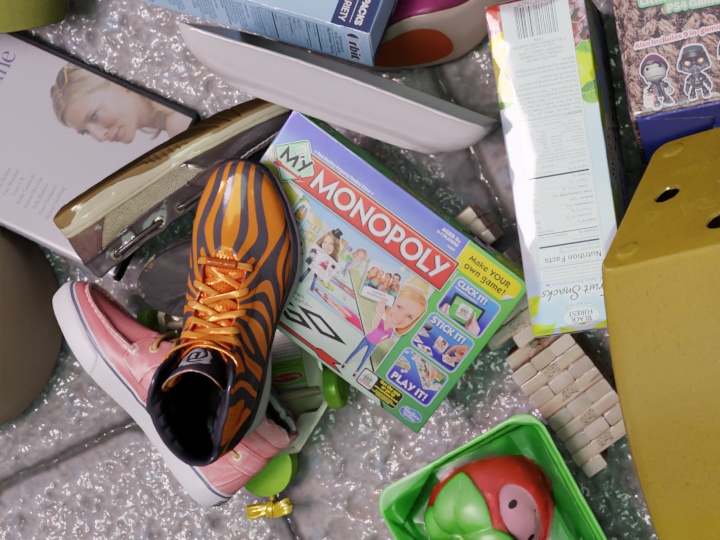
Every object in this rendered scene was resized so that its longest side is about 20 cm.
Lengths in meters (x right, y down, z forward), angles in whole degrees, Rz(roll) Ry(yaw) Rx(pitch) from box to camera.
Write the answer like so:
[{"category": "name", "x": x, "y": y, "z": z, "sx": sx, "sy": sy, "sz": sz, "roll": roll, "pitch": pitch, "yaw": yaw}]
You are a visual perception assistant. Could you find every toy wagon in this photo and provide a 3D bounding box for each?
[{"category": "toy wagon", "x": -0.086, "y": 0.090, "z": 0.921, "sx": 0.153, "sy": 0.040, "sz": 0.204, "roll": -10, "pitch": 94, "yaw": 15}]

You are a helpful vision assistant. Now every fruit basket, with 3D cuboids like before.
[{"category": "fruit basket", "x": 0.099, "y": 0.218, "z": 0.805, "sx": 0.154, "sy": 0.215, "sz": 0.218, "roll": -30, "pitch": 88, "yaw": 15}]

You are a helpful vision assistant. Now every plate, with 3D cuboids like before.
[{"category": "plate", "x": -0.007, "y": -0.116, "z": 0.788, "sx": 0.197, "sy": 0.200, "sz": 0.033, "roll": 20, "pitch": 100, "yaw": 6}]

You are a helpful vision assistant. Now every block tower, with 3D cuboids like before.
[{"category": "block tower", "x": 0.124, "y": 0.046, "z": 0.855, "sx": 0.058, "sy": 0.054, "sz": 0.201, "roll": -37, "pitch": 87, "yaw": 15}]

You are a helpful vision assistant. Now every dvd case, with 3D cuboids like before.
[{"category": "dvd case", "x": -0.240, "y": -0.096, "z": 0.924, "sx": 0.198, "sy": 0.018, "sz": 0.144, "roll": 24, "pitch": 79, "yaw": 10}]

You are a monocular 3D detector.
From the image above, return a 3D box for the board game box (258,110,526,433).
[{"category": "board game box", "x": 0.000, "y": 0.000, "z": 0.824, "sx": 0.199, "sy": 0.029, "sz": 0.135, "roll": 36, "pitch": 108, "yaw": -2}]

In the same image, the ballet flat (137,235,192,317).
[{"category": "ballet flat", "x": -0.071, "y": -0.012, "z": 0.878, "sx": 0.197, "sy": 0.057, "sz": 0.067, "roll": -17, "pitch": 109, "yaw": 12}]

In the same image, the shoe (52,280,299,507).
[{"category": "shoe", "x": -0.134, "y": 0.071, "z": 0.877, "sx": 0.091, "sy": 0.071, "sz": 0.201, "roll": -38, "pitch": 91, "yaw": 13}]

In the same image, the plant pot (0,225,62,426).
[{"category": "plant pot", "x": -0.331, "y": 0.033, "z": 0.868, "sx": 0.184, "sy": 0.200, "sz": 0.191, "roll": 0, "pitch": 85, "yaw": -1}]

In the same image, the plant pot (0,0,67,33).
[{"category": "plant pot", "x": -0.281, "y": -0.279, "z": 0.874, "sx": 0.184, "sy": 0.187, "sz": 0.203, "roll": -2, "pitch": 108, "yaw": 14}]

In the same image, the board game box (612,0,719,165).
[{"category": "board game box", "x": 0.204, "y": -0.184, "z": 0.738, "sx": 0.095, "sy": 0.159, "sz": 0.204, "roll": -9, "pitch": 82, "yaw": 15}]

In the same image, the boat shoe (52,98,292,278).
[{"category": "boat shoe", "x": -0.127, "y": -0.065, "z": 0.879, "sx": 0.198, "sy": 0.073, "sz": 0.065, "roll": -31, "pitch": 106, "yaw": -12}]

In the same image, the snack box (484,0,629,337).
[{"category": "snack box", "x": 0.137, "y": -0.071, "z": 0.780, "sx": 0.067, "sy": 0.168, "sz": 0.204, "roll": -9, "pitch": 93, "yaw": 16}]

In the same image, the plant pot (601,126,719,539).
[{"category": "plant pot", "x": 0.247, "y": 0.017, "z": 0.679, "sx": 0.198, "sy": 0.201, "sz": 0.178, "roll": -14, "pitch": 117, "yaw": 39}]

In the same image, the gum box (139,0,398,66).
[{"category": "gum box", "x": -0.055, "y": -0.251, "z": 0.837, "sx": 0.197, "sy": 0.045, "sz": 0.172, "roll": 18, "pitch": 72, "yaw": 11}]

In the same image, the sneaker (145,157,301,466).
[{"category": "sneaker", "x": -0.087, "y": 0.032, "z": 0.769, "sx": 0.076, "sy": 0.112, "sz": 0.204, "roll": 5, "pitch": 100, "yaw": 8}]

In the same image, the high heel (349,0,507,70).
[{"category": "high heel", "x": 0.075, "y": -0.214, "z": 0.850, "sx": 0.197, "sy": 0.067, "sz": 0.098, "roll": -18, "pitch": 63, "yaw": 19}]
